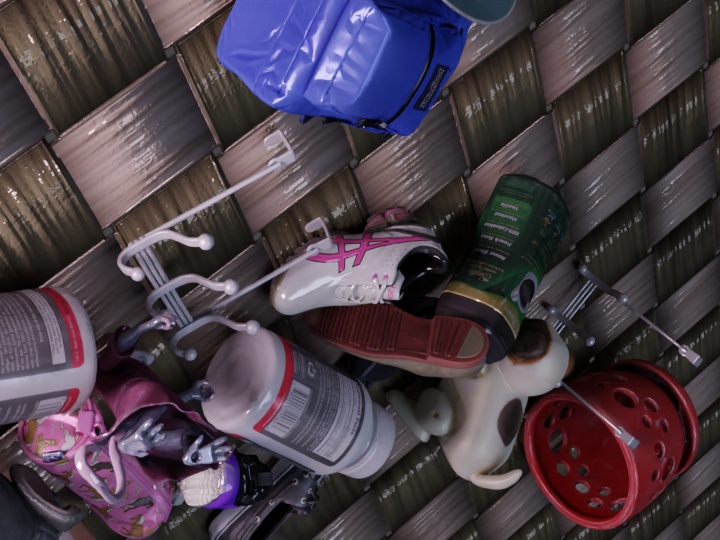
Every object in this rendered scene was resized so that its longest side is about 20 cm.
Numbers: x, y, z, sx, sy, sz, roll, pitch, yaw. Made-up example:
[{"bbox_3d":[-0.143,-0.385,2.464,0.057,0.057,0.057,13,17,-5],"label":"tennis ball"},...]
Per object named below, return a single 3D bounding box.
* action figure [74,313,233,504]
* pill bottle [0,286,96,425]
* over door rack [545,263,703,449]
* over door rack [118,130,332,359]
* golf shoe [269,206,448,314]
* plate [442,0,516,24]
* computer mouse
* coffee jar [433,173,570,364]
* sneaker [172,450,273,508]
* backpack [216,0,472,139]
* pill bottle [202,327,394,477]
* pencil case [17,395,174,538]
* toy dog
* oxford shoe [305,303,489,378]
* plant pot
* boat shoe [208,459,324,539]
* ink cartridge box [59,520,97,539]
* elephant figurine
[{"bbox_3d":[-0.199,0.126,1.217,0.149,0.200,0.134,-37,127,-13],"label":"action figure"},{"bbox_3d":[-0.330,0.078,1.117,0.199,0.111,0.111,-7,127,-41],"label":"pill bottle"},{"bbox_3d":[0.314,0.107,1.705,0.148,0.200,0.067,-52,168,5],"label":"over door rack"},{"bbox_3d":[-0.115,-0.016,1.272,0.200,0.067,0.148,-39,142,-13],"label":"over door rack"},{"bbox_3d":[0.000,0.000,1.392,0.199,0.092,0.073,-25,138,-26],"label":"golf shoe"},{"bbox_3d":[0.070,-0.302,1.161,0.025,0.202,0.199,-23,159,37],"label":"plate"},{"bbox_3d":[0.001,0.094,1.514,0.140,0.046,0.201,-1,134,-49],"label":"computer mouse"},{"bbox_3d":[0.157,-0.001,1.503,0.201,0.085,0.104,-62,150,-17],"label":"coffee jar"},{"bbox_3d":[-0.132,0.208,1.365,0.099,0.200,0.070,8,79,-17],"label":"sneaker"},{"bbox_3d":[0.003,-0.194,1.171,0.199,0.168,0.163,7,123,-53],"label":"backpack"},{"bbox_3d":[-0.058,0.146,1.397,0.199,0.111,0.111,32,98,-38],"label":"pill bottle"},{"bbox_3d":[-0.252,0.189,1.306,0.082,0.087,0.200,-33,143,-4],"label":"pencil case"},{"bbox_3d":[0.157,0.137,1.590,0.139,0.194,0.200,31,105,-40],"label":"toy dog"},{"bbox_3d":[0.037,0.081,1.437,0.075,0.198,0.071,85,22,-57],"label":"oxford shoe"},{"bbox_3d":[0.355,0.232,1.853,0.182,0.200,0.202,-19,134,-36],"label":"plant pot"},{"bbox_3d":[-0.082,0.260,1.542,0.200,0.066,0.070,-38,152,-10],"label":"boat shoe"},{"bbox_3d":[-0.328,0.327,1.288,0.199,0.165,0.076,-12,127,-38],"label":"ink cartridge box"},{"bbox_3d":[-0.319,0.226,1.217,0.141,0.156,0.200,-27,138,30],"label":"elephant figurine"}]
